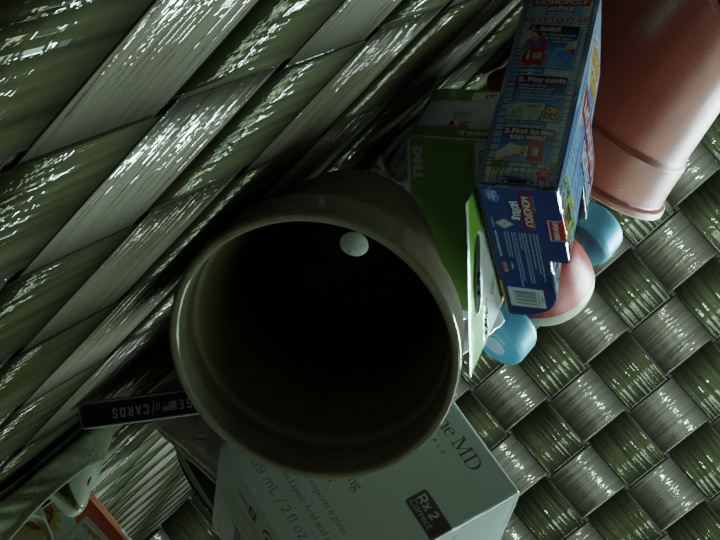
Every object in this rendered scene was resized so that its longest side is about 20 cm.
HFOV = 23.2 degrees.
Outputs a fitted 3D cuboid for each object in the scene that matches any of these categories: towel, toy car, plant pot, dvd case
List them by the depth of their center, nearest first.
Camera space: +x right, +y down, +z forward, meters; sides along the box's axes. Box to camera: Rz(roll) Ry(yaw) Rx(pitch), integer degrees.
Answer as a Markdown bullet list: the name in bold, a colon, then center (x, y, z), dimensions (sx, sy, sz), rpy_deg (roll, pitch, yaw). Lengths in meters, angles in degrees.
- **plant pot**: center (-0.018, 0.015, 1.228), dimensions (0.200, 0.200, 0.174), rpy_deg (-43, -167, 26)
- **dvd case**: center (-0.123, 0.105, 1.448), dimensions (0.149, 0.025, 0.200), rpy_deg (-9, 176, 17)
- **plant pot**: center (0.247, -0.183, 1.537), dimensions (0.196, 0.201, 0.201), rpy_deg (-52, 172, 24)
- **towel**: center (-0.120, 0.118, 1.603), dimensions (0.132, 0.035, 0.200), rpy_deg (-39, -151, -14)
- **toy car**: center (0.138, -0.052, 1.709), dimensions (0.184, 0.176, 0.201), rpy_deg (-45, 141, -25)

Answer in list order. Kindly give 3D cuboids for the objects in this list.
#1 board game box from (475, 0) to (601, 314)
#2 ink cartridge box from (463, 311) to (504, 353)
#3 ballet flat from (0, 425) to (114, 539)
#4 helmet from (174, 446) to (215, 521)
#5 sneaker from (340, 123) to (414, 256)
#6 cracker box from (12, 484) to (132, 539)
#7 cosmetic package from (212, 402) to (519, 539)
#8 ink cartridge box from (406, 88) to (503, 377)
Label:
- **board game box**: center (0.143, -0.097, 1.318), dimensions (0.200, 0.061, 0.201), rpy_deg (68, 31, -60)
- **ink cartridge box**: center (0.019, 0.082, 1.671), dimensions (0.200, 0.086, 0.147), rpy_deg (-38, 178, 41)
- **ballet flat**: center (-0.266, 0.195, 1.461), dimensions (0.200, 0.062, 0.067), rpy_deg (-39, 176, -34)
- **helmet**: center (-0.103, 0.168, 1.816), dimensions (0.199, 0.191, 0.200), rpy_deg (-25, 155, -12)
- **sneaker**: center (0.021, -0.069, 1.456), dimensions (0.200, 0.074, 0.087), rpy_deg (-48, 166, -14)
- **cracker box**: center (-0.297, 0.279, 1.534), dimensions (0.200, 0.134, 0.058), rpy_deg (-41, 177, -7)
- **cosmetic package**: center (0.000, 0.205, 1.499), dimensions (0.199, 0.165, 0.165), rpy_deg (-26, 154, -22)
- **ink cartridge box**: center (0.071, -0.034, 1.335), dimensions (0.200, 0.075, 0.149), rpy_deg (-60, 151, -59)
